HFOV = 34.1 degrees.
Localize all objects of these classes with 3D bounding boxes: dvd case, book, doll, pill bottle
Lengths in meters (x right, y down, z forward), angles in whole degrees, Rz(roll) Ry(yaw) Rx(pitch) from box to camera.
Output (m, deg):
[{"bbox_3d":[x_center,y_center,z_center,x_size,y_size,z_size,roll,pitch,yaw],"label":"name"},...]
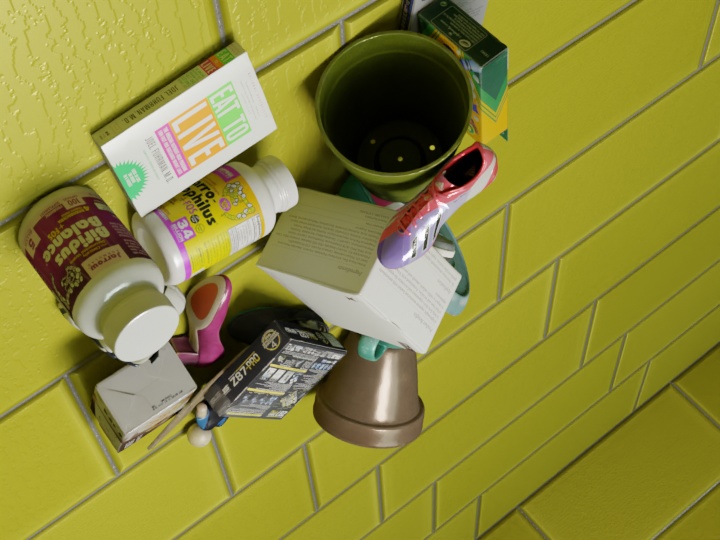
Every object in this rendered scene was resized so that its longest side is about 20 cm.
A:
[{"bbox_3d":[0.118,-0.374,1.546,0.150,0.025,0.200,-27,149,-29],"label":"dvd case"},{"bbox_3d":[-0.206,-0.167,1.381,0.200,0.048,0.134,-36,148,-11],"label":"book"},{"bbox_3d":[-0.215,0.206,1.864,0.200,0.048,0.136,-49,167,23],"label":"doll"},{"bbox_3d":[-0.292,0.005,1.325,0.112,0.200,0.112,-33,151,-21],"label":"pill bottle"},{"bbox_3d":[-0.179,-0.070,1.478,0.200,0.104,0.104,-31,150,-25],"label":"pill bottle"}]

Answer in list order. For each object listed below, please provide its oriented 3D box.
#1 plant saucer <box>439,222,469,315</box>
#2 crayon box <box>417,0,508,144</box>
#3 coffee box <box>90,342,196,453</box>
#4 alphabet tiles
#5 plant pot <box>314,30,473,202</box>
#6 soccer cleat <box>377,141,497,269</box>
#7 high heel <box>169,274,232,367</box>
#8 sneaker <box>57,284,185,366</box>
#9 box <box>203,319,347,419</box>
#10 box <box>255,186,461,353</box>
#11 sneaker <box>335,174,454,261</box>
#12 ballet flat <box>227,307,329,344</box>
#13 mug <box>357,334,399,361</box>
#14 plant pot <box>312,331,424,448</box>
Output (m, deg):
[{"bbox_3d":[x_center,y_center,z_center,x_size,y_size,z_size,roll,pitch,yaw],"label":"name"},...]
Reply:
[{"bbox_3d":[0.125,-0.026,1.855,0.027,0.201,0.200,-23,159,21],"label":"plant saucer"},{"bbox_3d":[0.140,-0.255,1.577,0.052,0.126,0.200,-37,152,-13],"label":"crayon box"},{"bbox_3d":[-0.300,0.175,1.603,0.114,0.080,0.200,-32,175,-21],"label":"coffee box"},{"bbox_3d":[-0.240,0.190,1.757,0.166,0.006,0.200,-46,179,37],"label":"alphabet tiles"},{"bbox_3d":[0.048,-0.182,1.564,0.200,0.200,0.193,-40,164,-9],"label":"plant pot"},{"bbox_3d":[0.091,-0.084,1.476,0.200,0.067,0.076,-42,157,2],"label":"soccer cleat"},{"bbox_3d":[-0.205,0.069,1.675,0.096,0.068,0.200,-3,148,-38],"label":"high heel"},{"bbox_3d":[-0.278,0.073,1.514,0.080,0.130,0.199,-51,152,15],"label":"sneaker"},{"bbox_3d":[-0.124,0.155,1.774,0.161,0.049,0.200,-48,157,11],"label":"box"},{"bbox_3d":[0.000,0.000,1.645,0.199,0.199,0.131,42,69,-49],"label":"box"},{"bbox_3d":[0.071,-0.104,1.721,0.121,0.199,0.084,-61,-167,10],"label":"sneaker"},{"bbox_3d":[-0.119,0.094,1.827,0.200,0.073,0.073,0,129,-53],"label":"ballet flat"},{"bbox_3d":[0.048,0.058,1.914,0.185,0.152,0.115,-29,152,-13],"label":"mug"},{"bbox_3d":[0.028,0.187,2.053,0.200,0.200,0.175,-13,123,-45],"label":"plant pot"}]
